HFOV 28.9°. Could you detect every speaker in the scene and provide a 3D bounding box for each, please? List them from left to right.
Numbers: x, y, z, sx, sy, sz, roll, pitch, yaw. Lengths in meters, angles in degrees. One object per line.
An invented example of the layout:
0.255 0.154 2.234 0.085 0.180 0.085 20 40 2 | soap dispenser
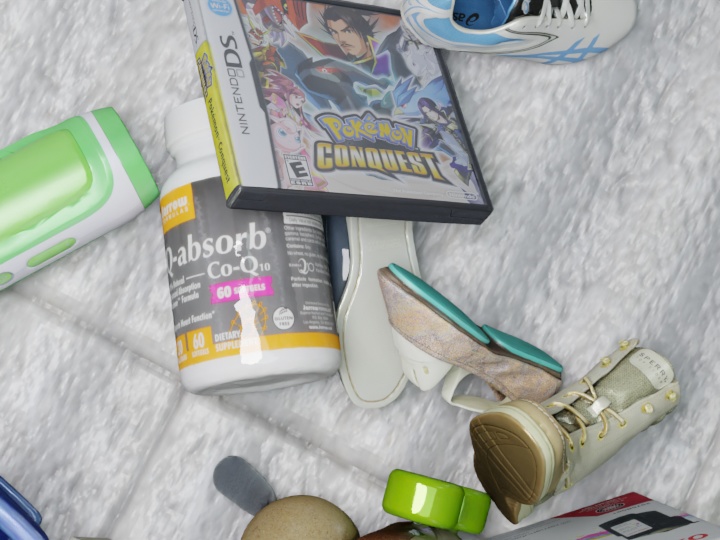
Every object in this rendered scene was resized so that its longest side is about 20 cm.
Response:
-0.247 -0.038 0.988 0.200 0.088 0.089 -29 93 -8 | speaker

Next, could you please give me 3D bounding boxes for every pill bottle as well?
-0.082 -0.017 0.991 0.116 0.116 0.200 -7 79 -9 | pill bottle

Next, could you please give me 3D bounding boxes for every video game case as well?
-0.016 -0.118 0.982 0.200 0.026 0.181 3 57 -29 | video game case

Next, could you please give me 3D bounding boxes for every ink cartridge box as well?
0.175 0.227 0.987 0.145 0.200 0.083 -16 91 -9 | ink cartridge box

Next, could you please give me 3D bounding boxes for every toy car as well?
-0.028 0.214 1.012 0.200 0.158 0.165 13 82 20 | toy car

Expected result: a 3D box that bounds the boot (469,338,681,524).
0.158 0.103 0.995 0.155 0.200 0.072 -33 71 -10 | boot

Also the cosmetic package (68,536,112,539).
-0.193 0.298 0.978 0.105 0.071 0.200 22 84 16 | cosmetic package

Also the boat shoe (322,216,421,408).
0.000 0.000 1.035 0.075 0.062 0.200 -9 99 -25 | boat shoe

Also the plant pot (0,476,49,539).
-0.336 0.180 0.920 0.200 0.180 0.200 43 84 -5 | plant pot

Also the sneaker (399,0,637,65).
0.129 -0.195 1.048 0.200 0.072 0.072 -3 88 -25 | sneaker

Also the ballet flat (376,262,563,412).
0.072 0.063 1.013 0.200 0.068 0.067 31 99 -36 | ballet flat
